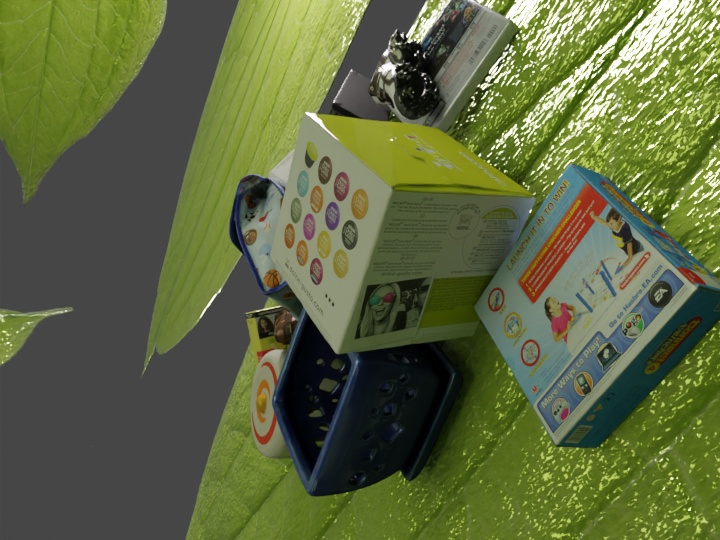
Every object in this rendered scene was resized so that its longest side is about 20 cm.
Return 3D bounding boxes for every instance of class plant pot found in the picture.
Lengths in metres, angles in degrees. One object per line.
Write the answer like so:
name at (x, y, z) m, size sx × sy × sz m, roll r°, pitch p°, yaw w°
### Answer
plant pot at (0.010, 0.158, 0.832) m, size 0.200 × 0.180 × 0.200 m, roll 48°, pitch 122°, yaw 57°

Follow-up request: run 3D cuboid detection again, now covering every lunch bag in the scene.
lunch bag at (-0.112, -0.033, 0.955) m, size 0.124 × 0.170 × 0.200 m, roll -29°, pitch 63°, yaw 3°

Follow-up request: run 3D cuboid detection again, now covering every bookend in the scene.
bookend at (-0.033, -0.210, 1.068) m, size 0.200 × 0.092 × 0.199 m, roll -58°, pitch 10°, yaw 32°

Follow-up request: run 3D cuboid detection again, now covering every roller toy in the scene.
roller toy at (-0.113, 0.228, 1.076) m, size 0.200 × 0.140 × 0.183 m, roll 35°, pitch 115°, yaw 61°

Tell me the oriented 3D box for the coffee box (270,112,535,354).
coffee box at (0.038, -0.050, 0.727) m, size 0.200 × 0.200 × 0.198 m, roll 49°, pitch 130°, yaw 44°

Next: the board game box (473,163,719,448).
board game box at (0.218, 0.032, 0.613) m, size 0.200 × 0.056 × 0.196 m, roll -62°, pitch 31°, yaw 30°

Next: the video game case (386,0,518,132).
video game case at (0.124, -0.299, 0.922) m, size 0.200 × 0.023 × 0.182 m, roll -55°, pitch 35°, yaw 21°

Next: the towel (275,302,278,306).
towel at (-0.132, 0.106, 1.285) m, size 0.200 × 0.036 × 0.149 m, roll -13°, pitch 70°, yaw 60°

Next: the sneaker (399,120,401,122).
sneaker at (0.065, -0.170, 0.949) m, size 0.075 × 0.079 × 0.200 m, roll -46°, pitch 33°, yaw 45°

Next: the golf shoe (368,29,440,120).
golf shoe at (0.059, -0.263, 0.916) m, size 0.094 × 0.078 × 0.200 m, roll -47°, pitch 27°, yaw 36°

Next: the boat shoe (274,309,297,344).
boat shoe at (-0.118, 0.088, 1.104) m, size 0.200 × 0.067 × 0.072 m, roll -126°, pitch 27°, yaw -82°

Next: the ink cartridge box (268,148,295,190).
ink cartridge box at (-0.031, -0.096, 0.938) m, size 0.084 × 0.146 × 0.200 m, roll -45°, pitch 40°, yaw -7°

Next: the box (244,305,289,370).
box at (-0.164, 0.172, 1.213) m, size 0.050 × 0.075 × 0.200 m, roll -11°, pitch 89°, yaw 60°
